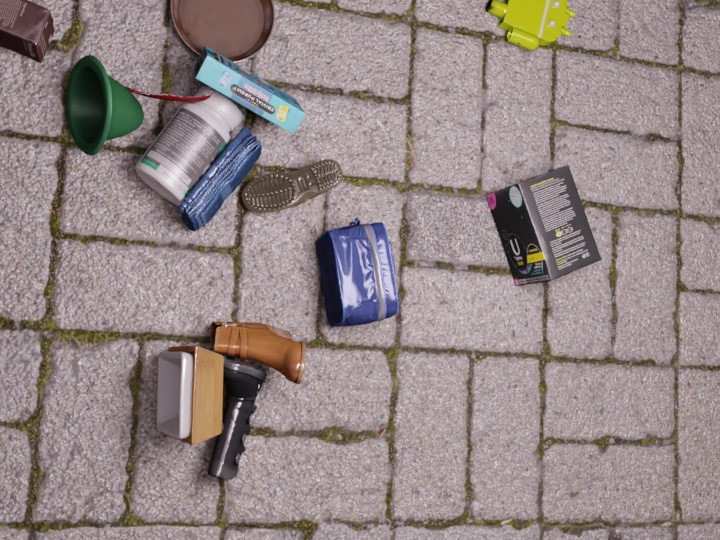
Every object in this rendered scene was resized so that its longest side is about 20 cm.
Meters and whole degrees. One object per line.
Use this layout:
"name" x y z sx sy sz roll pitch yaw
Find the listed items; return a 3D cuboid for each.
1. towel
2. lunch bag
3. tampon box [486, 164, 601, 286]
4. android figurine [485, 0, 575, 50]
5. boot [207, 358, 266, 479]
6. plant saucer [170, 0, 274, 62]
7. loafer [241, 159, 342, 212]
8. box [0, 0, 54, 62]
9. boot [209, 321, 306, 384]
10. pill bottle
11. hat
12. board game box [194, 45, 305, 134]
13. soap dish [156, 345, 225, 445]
"towel" -0.253 -0.162 1.540 0.048 0.112 0.201 35 76 2
"lunch bag" 0.000 0.000 1.590 0.130 0.136 0.203 -7 86 -17
"tampon box" 0.367 -0.088 1.701 0.125 0.150 0.203 -20 91 -18
"android figurine" 0.369 -0.562 1.802 0.197 0.041 0.185 19 80 -13
"boot" -0.233 0.266 1.489 0.065 0.165 0.203 16 80 18
"plant saucer" -0.264 -0.492 1.607 0.197 0.034 0.204 2 85 -18
"loafer" -0.128 -0.155 1.603 0.197 0.067 0.077 -14 86 -2
"box" -0.641 -0.445 1.454 0.197 0.100 0.076 20 80 -13
"boot" -0.185 0.143 1.492 0.153 0.200 0.075 12 97 -23
"pill bottle" -0.309 -0.229 1.528 0.113 0.113 0.201 36 77 -11
"hat" -0.406 -0.287 1.507 0.174 0.200 0.168 -6 125 -42
"board game box" -0.204 -0.331 1.535 0.198 0.151 0.047 27 103 -20
"soap dish" -0.295 0.211 1.452 0.080 0.199 0.160 3 84 -25
